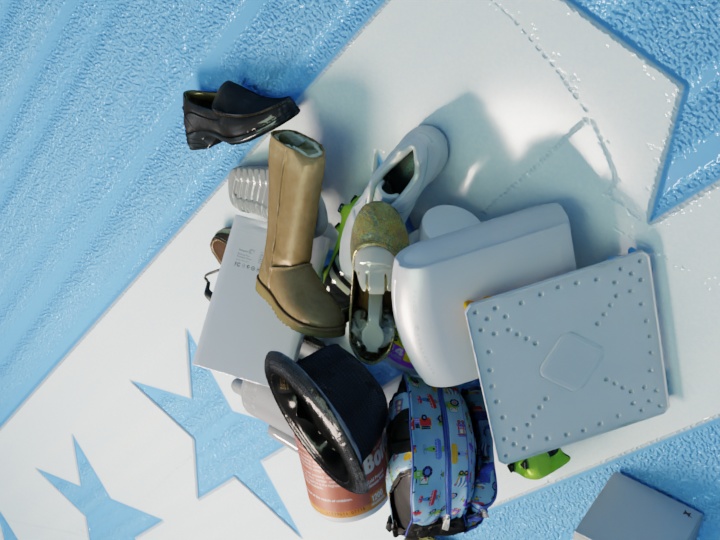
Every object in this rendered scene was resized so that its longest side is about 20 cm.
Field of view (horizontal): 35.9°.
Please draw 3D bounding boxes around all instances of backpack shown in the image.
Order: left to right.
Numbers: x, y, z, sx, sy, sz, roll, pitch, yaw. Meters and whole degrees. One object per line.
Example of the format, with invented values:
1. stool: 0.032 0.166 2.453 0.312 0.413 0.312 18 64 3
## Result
1. backpack: 0.093 0.213 1.318 0.133 0.185 0.200 -1 154 0

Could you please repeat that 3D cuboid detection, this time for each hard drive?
1. hard drive: -0.127 0.041 1.428 0.131 0.202 0.027 14 174 14

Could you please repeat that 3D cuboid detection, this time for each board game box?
1. board game box: 0.219 0.091 1.175 0.026 0.198 0.202 -115 9 -64

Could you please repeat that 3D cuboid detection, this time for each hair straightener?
1. hair straightener: -0.123 0.052 1.461 0.199 0.077 0.041 33 178 14

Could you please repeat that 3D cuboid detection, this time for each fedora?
1. fedora: -0.025 0.156 1.275 0.201 0.091 0.201 46 160 22

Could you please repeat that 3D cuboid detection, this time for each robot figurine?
1. robot figurine: -0.086 0.171 1.542 0.199 0.113 0.171 22 116 28

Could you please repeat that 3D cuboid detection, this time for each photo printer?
1. photo printer: 0.133 0.030 1.185 0.070 0.198 0.168 -115 9 -61

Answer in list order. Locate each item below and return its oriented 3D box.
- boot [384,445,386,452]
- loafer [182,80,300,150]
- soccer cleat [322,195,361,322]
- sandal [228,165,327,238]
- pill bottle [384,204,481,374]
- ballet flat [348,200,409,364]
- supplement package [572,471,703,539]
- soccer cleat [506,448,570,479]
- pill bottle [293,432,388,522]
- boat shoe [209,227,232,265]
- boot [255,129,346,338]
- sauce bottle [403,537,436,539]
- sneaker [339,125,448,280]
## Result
1. boot: 0.041 0.265 1.532 0.173 0.069 0.201 30 137 22
2. loafer: -0.156 -0.197 1.368 0.199 0.073 0.073 -4 112 42
3. soccer cleat: 0.000 0.000 1.364 0.081 0.067 0.201 31 133 21
4. sandal: -0.098 -0.098 1.408 0.202 0.049 0.083 25 120 44
5. pill bottle: 0.082 0.022 1.287 0.104 0.104 0.201 34 136 18
6. ballet flat: 0.018 0.021 1.219 0.070 0.071 0.202 25 132 26
7. supplement package: 0.315 0.364 1.321 0.117 0.117 0.202 24 133 27
8. soccer cleat: 0.192 0.144 1.313 0.067 0.080 0.202 -20 84 59
9. pill bottle: -0.028 0.212 1.420 0.111 0.112 0.202 12 125 36
10. boat shoe: -0.136 0.021 1.506 0.202 0.075 0.075 38 138 14
11. boot: -0.066 -0.042 1.295 0.175 0.066 0.202 33 122 44
12. sauce bottle: 0.144 0.441 1.574 0.199 0.065 0.065 27 134 25
13. sneaker: 0.023 -0.072 1.240 0.070 0.080 0.201 33 113 11
